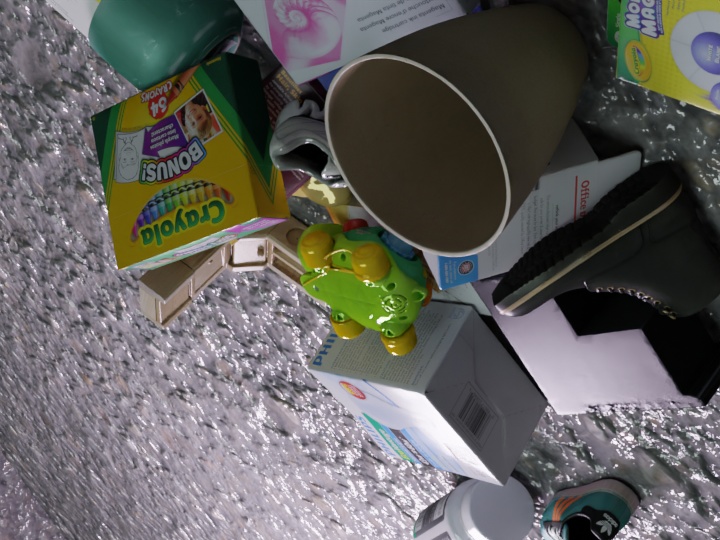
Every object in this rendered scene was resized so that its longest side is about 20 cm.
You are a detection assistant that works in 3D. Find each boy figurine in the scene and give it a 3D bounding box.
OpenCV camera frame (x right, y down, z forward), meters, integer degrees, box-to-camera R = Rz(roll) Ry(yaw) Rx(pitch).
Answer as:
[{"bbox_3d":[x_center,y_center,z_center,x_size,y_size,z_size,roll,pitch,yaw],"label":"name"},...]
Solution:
[{"bbox_3d":[-0.091,-0.124,1.474,0.200,0.065,0.124,17,173,36],"label":"boy figurine"}]

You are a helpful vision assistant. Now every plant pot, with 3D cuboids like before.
[{"bbox_3d":[0.105,-0.143,1.079,0.187,0.200,0.187,29,141,27],"label":"plant pot"}]

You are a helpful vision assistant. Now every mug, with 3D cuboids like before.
[{"bbox_3d":[-0.194,-0.266,1.346,0.114,0.152,0.185,42,151,4],"label":"mug"}]

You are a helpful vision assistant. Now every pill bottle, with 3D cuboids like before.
[{"bbox_3d":[0.154,0.349,1.733,0.113,0.113,0.200,43,151,2],"label":"pill bottle"}]

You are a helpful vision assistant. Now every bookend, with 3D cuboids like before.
[{"bbox_3d":[0.238,0.037,1.260,0.199,0.092,0.200,-14,116,54],"label":"bookend"}]

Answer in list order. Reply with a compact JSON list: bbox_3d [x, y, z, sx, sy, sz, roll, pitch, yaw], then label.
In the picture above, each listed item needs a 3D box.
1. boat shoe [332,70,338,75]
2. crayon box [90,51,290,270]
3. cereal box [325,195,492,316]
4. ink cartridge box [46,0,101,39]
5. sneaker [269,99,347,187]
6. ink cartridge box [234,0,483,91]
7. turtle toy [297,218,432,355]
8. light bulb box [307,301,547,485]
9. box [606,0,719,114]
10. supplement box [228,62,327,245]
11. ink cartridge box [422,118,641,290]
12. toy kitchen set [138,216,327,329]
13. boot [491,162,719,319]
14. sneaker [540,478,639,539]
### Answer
[{"bbox_3d":[-0.014,-0.266,1.208,0.091,0.071,0.200,6,132,48],"label":"boat shoe"},{"bbox_3d":[-0.180,-0.108,1.312,0.200,0.058,0.173,-18,78,33],"label":"crayon box"},{"bbox_3d":[0.064,-0.024,1.447,0.200,0.040,0.144,10,137,45],"label":"cereal box"},{"bbox_3d":[-0.268,-0.366,1.337,0.125,0.129,0.200,42,149,5],"label":"ink cartridge box"},{"bbox_3d":[0.005,-0.107,1.254,0.200,0.081,0.075,13,124,6],"label":"sneaker"},{"bbox_3d":[-0.003,-0.243,1.157,0.196,0.043,0.200,-18,126,33],"label":"ink cartridge box"},{"bbox_3d":[0.000,0.000,1.412,0.200,0.101,0.146,16,140,39],"label":"turtle toy"},{"bbox_3d":[0.080,0.138,1.515,0.200,0.125,0.198,6,145,47],"label":"light bulb box"},{"bbox_3d":[0.275,-0.183,0.984,0.200,0.048,0.117,27,146,30],"label":"box"},{"bbox_3d":[-0.096,-0.136,1.366,0.200,0.086,0.110,-39,97,27],"label":"supplement box"},{"bbox_3d":[0.155,-0.067,1.190,0.116,0.200,0.067,83,169,-47],"label":"ink cartridge box"},{"bbox_3d":[-0.145,-0.008,1.561,0.180,0.200,0.163,35,150,16],"label":"toy kitchen set"},{"bbox_3d":[0.235,0.015,1.159,0.200,0.077,0.138,-35,108,16],"label":"boot"},{"bbox_3d":[0.269,0.321,1.588,0.071,0.080,0.200,42,151,3],"label":"sneaker"}]
